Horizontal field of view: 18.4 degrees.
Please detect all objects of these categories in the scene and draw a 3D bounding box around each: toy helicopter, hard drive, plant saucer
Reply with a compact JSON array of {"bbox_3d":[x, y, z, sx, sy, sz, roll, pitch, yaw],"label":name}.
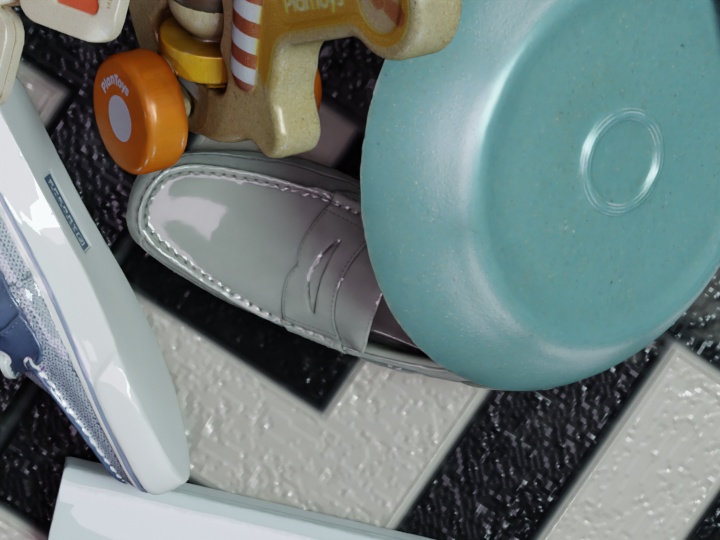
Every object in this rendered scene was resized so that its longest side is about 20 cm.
[{"bbox_3d":[-0.029,-0.106,0.795,0.079,0.200,0.133,-15,101,-32],"label":"toy helicopter"},{"bbox_3d":[-0.045,0.167,0.969,0.199,0.026,0.133,13,99,-6],"label":"hard drive"},{"bbox_3d":[0.091,-0.045,0.854,0.199,0.036,0.201,-12,111,-33],"label":"plant saucer"}]

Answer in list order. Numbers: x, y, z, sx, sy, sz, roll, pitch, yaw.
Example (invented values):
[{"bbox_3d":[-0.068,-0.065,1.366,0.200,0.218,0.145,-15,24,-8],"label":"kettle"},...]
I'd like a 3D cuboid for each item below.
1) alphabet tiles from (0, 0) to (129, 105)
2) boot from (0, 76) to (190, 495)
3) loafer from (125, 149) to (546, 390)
[{"bbox_3d":[-0.151,-0.170,0.855,0.195,0.015,0.201,22,102,30],"label":"alphabet tiles"},{"bbox_3d":[-0.149,0.013,0.919,0.090,0.073,0.201,-25,93,9],"label":"boot"},{"bbox_3d":[0.000,0.000,0.918,0.199,0.070,0.070,17,99,-6],"label":"loafer"}]
